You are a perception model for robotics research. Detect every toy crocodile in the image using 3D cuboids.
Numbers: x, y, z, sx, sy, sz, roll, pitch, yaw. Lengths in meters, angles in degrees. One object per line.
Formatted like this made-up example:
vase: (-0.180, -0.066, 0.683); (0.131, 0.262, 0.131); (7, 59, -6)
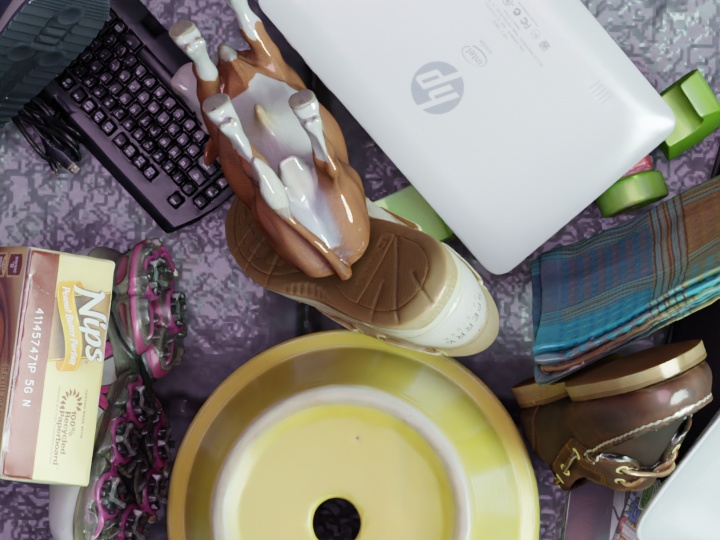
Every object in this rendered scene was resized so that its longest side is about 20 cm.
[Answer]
toy crocodile: (0.100, -0.054, 1.548); (0.200, 0.062, 0.068); (-18, 84, 1)

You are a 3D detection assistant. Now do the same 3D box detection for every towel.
towel: (0.176, -0.017, 1.482); (0.200, 0.147, 0.022); (-27, 107, 14)

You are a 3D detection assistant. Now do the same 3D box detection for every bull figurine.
bull figurine: (-0.051, -0.077, 1.484); (0.065, 0.121, 0.200); (-31, 43, -5)

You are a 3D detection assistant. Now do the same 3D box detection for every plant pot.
plant pot: (-0.007, 0.127, 1.474); (0.200, 0.189, 0.201); (0, 85, 3)

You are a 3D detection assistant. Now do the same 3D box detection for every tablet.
tablet: (0.056, -0.110, 1.503); (0.130, 0.014, 0.200); (-40, 98, 5)

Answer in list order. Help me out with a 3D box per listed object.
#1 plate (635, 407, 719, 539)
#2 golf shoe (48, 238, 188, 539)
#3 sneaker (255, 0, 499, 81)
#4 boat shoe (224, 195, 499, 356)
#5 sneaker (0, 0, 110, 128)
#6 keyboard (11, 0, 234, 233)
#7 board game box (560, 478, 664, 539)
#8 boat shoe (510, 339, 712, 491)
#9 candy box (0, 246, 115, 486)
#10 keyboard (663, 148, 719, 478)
plate: (0.260, 0.094, 1.497); (0.200, 0.032, 0.200); (31, 96, -29)
golf shoe: (-0.146, 0.074, 1.514); (0.092, 0.073, 0.200); (-10, 46, 15)
sneaker: (0.008, -0.155, 1.549); (0.200, 0.085, 0.077); (30, 87, 5)
boat shoe: (0.000, 0.000, 1.510); (0.069, 0.200, 0.074); (36, 88, -38)
sneaker: (-0.212, -0.124, 1.545); (0.200, 0.070, 0.082); (-34, 59, 29)
keyboard: (-0.150, -0.104, 1.574); (0.104, 0.040, 0.200); (-43, 84, -3)
board game box: (0.150, 0.212, 1.543); (0.105, 0.023, 0.200); (9, 85, 1)
boat shoe: (0.134, 0.077, 1.452); (0.070, 0.200, 0.070); (-18, 89, -12)
candy box: (-0.205, 0.048, 1.489); (0.055, 0.200, 0.116); (11, 84, -35)
keyboard: (0.224, 0.026, 1.548); (0.104, 0.040, 0.200); (13, 82, 22)
